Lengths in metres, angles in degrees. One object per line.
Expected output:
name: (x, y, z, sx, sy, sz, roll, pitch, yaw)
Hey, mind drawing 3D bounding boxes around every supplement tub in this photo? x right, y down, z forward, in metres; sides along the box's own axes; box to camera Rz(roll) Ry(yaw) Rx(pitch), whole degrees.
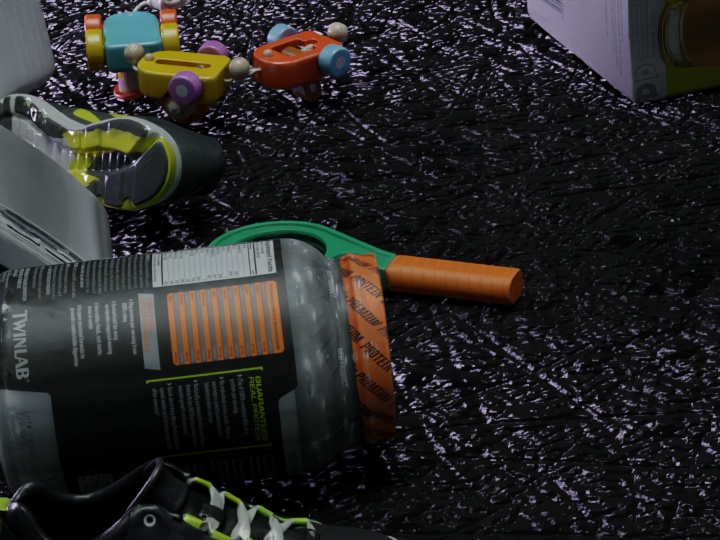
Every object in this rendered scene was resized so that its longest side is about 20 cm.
supplement tub: (-0.085, 0.050, 1.153, 0.199, 0.123, 0.123, -6, 27, -2)

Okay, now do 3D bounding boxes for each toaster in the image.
toaster: (-0.214, -0.006, 1.259, 0.114, 0.200, 0.129, -47, 28, 15)

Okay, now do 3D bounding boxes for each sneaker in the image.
sneaker: (-0.171, -0.070, 1.484, 0.200, 0.075, 0.084, 14, 8, 43)
sneaker: (-0.078, 0.129, 1.038, 0.199, 0.083, 0.072, -3, 27, 4)

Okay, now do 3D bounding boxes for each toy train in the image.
toy train: (-0.109, -0.150, 1.635, 0.200, 0.056, 0.150, 23, 37, 38)

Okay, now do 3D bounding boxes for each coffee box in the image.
coffee box: (0.241, -0.262, 1.622, 0.197, 0.200, 0.200, -12, 27, -14)

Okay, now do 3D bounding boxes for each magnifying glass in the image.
magnifying glass: (0.000, 0.000, 1.352, 0.199, 0.022, 0.080, 5, 28, 23)

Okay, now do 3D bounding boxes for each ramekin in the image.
ramekin: (-0.311, -0.154, 1.577, 0.200, 0.098, 0.201, -16, 12, 4)
